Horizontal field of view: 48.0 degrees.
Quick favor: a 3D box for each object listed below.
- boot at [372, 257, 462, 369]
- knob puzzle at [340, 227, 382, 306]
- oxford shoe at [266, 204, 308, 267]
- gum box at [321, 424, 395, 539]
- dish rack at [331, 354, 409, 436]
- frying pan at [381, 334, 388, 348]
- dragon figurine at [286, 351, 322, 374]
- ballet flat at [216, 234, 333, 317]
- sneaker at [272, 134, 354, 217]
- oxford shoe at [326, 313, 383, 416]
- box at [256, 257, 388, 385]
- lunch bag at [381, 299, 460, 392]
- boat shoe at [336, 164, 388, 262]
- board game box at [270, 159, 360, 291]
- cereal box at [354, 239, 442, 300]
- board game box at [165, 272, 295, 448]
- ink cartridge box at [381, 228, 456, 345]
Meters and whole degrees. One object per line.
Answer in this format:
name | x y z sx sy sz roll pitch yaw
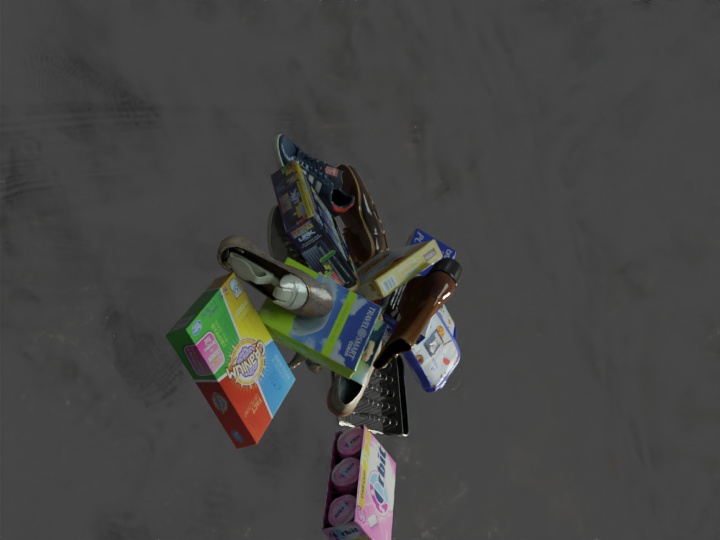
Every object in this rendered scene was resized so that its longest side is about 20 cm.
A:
boot | 0.081 0.093 1.337 0.068 0.188 0.201 42 54 -9
knob puzzle | 0.000 0.000 1.586 0.219 0.030 0.224 37 45 -47
oxford shoe | -0.116 -0.018 1.362 0.075 0.057 0.205 18 57 -52
gum box | 0.001 0.366 1.337 0.114 0.065 0.202 55 25 -31
dish rack | 0.015 0.219 1.475 0.199 0.054 0.157 27 52 -53
frying pan | -0.007 0.096 1.477 0.191 0.031 0.115 50 21 -3
dragon figurine | -0.072 0.111 1.340 0.060 0.196 0.100 85 -22 -45
ballet flat | -0.134 0.017 1.218 0.197 0.069 0.067 28 15 5
sneaker | -0.080 -0.179 1.480 0.200 0.083 0.076 49 37 -37
oxford shoe | 0.002 0.149 1.382 0.069 0.075 0.204 19 70 -7
box | -0.057 0.081 1.279 0.197 0.048 0.124 27 63 -2
lunch bag | 0.119 0.121 1.618 0.172 0.122 0.201 58 23 -24
boat shoe | 0.001 -0.110 1.586 0.069 0.070 0.205 -4 74 -48
board game box | -0.078 -0.070 1.373 0.166 0.056 0.201 54 9 -34
cereal box | 0.039 0.005 1.428 0.143 0.199 0.040 -34 100 -26
board game box | -0.183 0.129 1.180 0.203 0.040 0.154 62 30 -20
ink cartridge box | 0.106 0.029 1.522 0.093 0.044 0.203 29 58 -8
